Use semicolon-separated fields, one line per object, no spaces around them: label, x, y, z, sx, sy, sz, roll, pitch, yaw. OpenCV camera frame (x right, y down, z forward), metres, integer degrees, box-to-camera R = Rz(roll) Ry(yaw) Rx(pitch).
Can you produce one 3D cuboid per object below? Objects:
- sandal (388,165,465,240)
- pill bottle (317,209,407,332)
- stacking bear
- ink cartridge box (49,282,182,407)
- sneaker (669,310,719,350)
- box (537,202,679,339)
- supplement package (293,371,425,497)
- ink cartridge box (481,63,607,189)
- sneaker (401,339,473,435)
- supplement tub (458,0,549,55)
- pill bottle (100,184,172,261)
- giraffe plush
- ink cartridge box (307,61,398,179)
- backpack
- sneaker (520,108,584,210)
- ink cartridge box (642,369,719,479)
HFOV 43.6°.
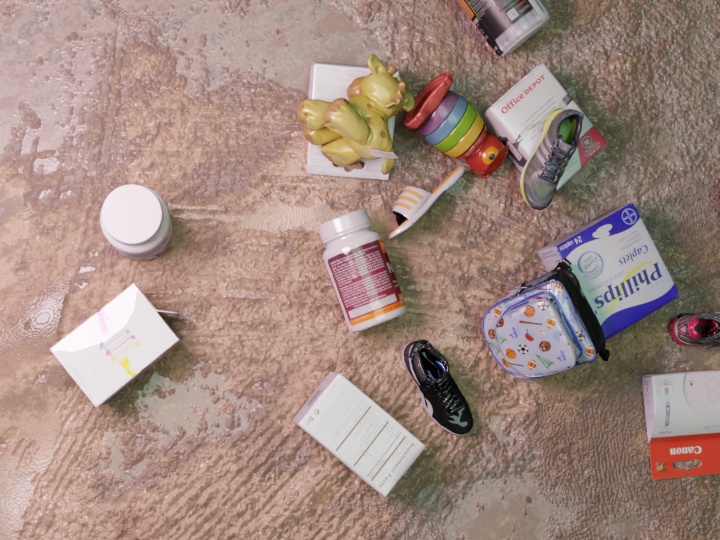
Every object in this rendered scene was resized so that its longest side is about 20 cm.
sandal;0.109;-0.138;1.678;0.059;0.079;0.207;45;71;-2
pill bottle;0.000;0.000;1.623;0.113;0.114;0.202;-20;89;-11
stacking bear;0.188;-0.257;1.682;0.199;0.114;0.122;38;90;-16
ink cartridge box;-0.402;0.119;1.536;0.200;0.129;0.126;-40;92;-12
sneaker;0.709;0.117;1.755;0.198;0.075;0.082;-5;86;-11
box;0.470;0.005;1.708;0.183;0.105;0.201;-28;91;-10
supplement package;-0.005;0.287;1.595;0.200;0.117;0.118;41;80;-5
ink cartridge box;0.346;-0.267;1.721;0.145;0.084;0.200;-41;94;-11
sneaker;0.146;0.218;1.629;0.073;0.112;0.201;-35;91;-10
supplement tub;0.254;-0.519;1.701;0.122;0.123;0.201;-37;93;-11
pill bottle;-0.377;-0.081;1.521;0.112;0.200;0.115;1;84;-10
giraffe plush;0.010;-0.285;1.584;0.198;0.173;0.163;18;71;21
ink cartridge box;-0.019;-0.279;1.683;0.161;0.057;0.202;3;105;-9
backpack;0.320;0.109;1.628;0.154;0.190;0.201;-24;90;-50
sneaker;0.349;-0.207;1.633;0.073;0.081;0.202;19;85;-7
ink cartridge box;0.635;0.297;1.741;0.161;0.057;0.202;-3;81;-10
